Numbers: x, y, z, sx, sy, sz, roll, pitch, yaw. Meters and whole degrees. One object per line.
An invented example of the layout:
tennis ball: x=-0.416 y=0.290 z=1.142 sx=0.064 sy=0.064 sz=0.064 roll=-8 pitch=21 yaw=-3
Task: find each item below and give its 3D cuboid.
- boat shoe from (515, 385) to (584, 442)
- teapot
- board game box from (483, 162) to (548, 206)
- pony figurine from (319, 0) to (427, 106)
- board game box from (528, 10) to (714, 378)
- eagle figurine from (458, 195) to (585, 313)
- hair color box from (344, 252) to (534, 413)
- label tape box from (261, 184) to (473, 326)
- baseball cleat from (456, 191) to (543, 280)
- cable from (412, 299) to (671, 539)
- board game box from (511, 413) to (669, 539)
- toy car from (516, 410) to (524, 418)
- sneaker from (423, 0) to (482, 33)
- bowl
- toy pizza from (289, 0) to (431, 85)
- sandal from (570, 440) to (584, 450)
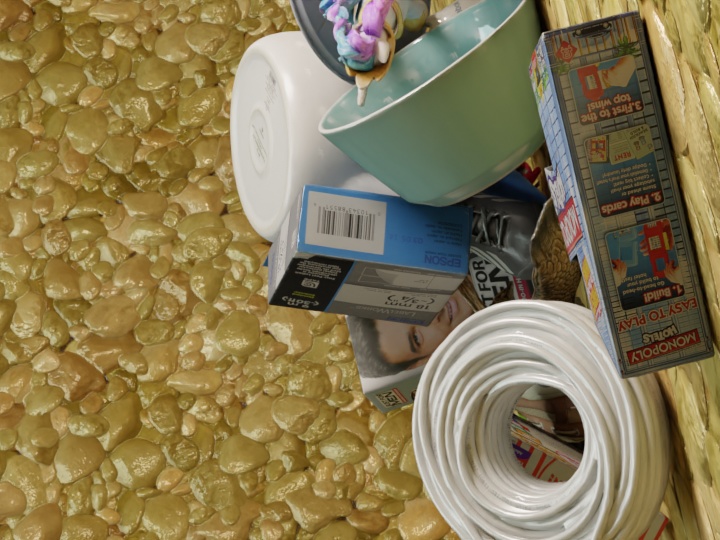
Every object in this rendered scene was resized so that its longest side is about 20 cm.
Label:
boat shoe: x=0.173 y=0.119 z=1.825 sx=0.200 sy=0.075 sz=0.072 roll=156 pitch=91 yaw=-82
teapot: x=-0.023 y=-0.118 z=1.816 sx=0.197 sy=0.145 sz=0.202 roll=162 pitch=102 yaw=-68
board game box: x=0.113 y=-0.106 z=1.873 sx=0.157 sy=0.039 sz=0.200 roll=36 pitch=171 yaw=7
pony figurine: x=0.032 y=-0.242 z=1.619 sx=0.200 sy=0.165 sz=0.194 roll=-70 pitch=-4 yaw=-66
board game box: x=0.154 y=-0.035 z=1.264 sx=0.200 sy=0.061 sz=0.202 roll=84 pitch=173 yaw=-84
eagle figurine: x=0.151 y=0.038 z=1.629 sx=0.151 sy=0.151 sz=0.200 roll=37 pitch=148 yaw=-8
hair color box: x=0.091 y=0.047 z=1.914 sx=0.061 sy=0.198 sz=0.100 roll=49 pitch=-156 yaw=-62
label tape box: x=0.000 y=0.000 z=1.738 sx=0.200 sy=0.143 sz=0.064 roll=122 pitch=154 yaw=-67
baseball cleat: x=0.098 y=-0.036 z=1.839 sx=0.200 sy=0.106 sz=0.070 roll=21 pitch=104 yaw=63
cable: x=0.132 y=0.120 z=1.496 sx=0.200 sy=0.201 sz=0.069 roll=42 pitch=-154 yaw=25
board game box: x=0.149 y=0.161 z=1.677 sx=0.047 sy=0.151 sz=0.200 roll=-61 pitch=10 yaw=3
toy car: x=0.143 y=0.032 z=2.036 sx=0.164 sy=0.156 sz=0.202 roll=60 pitch=-140 yaw=-65
sneaker: x=0.097 y=-0.184 z=1.817 sx=0.200 sy=0.086 sz=0.075 roll=75 pitch=179 yaw=-62
bowl: x=0.075 y=-0.124 z=1.636 sx=0.105 sy=0.200 sz=0.201 roll=56 pitch=-176 yaw=-13
toy pizza: x=-0.008 y=-0.252 z=1.738 sx=0.199 sy=0.032 sz=0.202 roll=8 pitch=-100 yaw=-52
sandal: x=0.215 y=0.180 z=1.878 sx=0.076 sy=0.042 sz=0.202 roll=95 pitch=172 yaw=-65
